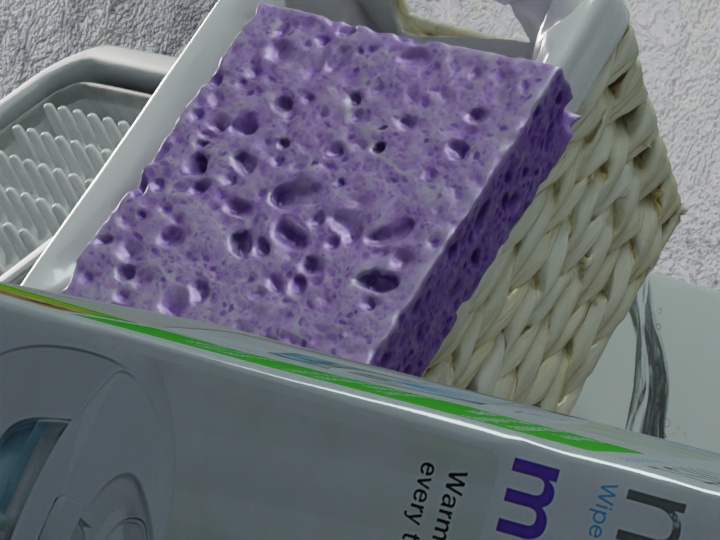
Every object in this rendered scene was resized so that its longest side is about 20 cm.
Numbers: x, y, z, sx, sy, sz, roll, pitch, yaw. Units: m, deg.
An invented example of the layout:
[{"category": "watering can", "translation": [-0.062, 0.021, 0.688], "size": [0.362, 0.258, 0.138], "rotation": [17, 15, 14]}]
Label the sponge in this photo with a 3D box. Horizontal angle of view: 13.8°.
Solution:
[{"category": "sponge", "translation": [-0.031, 0.009, 0.858], "size": [0.111, 0.200, 0.030], "rotation": [17, -30, 32]}]

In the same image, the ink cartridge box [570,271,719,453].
[{"category": "ink cartridge box", "translation": [0.082, 0.061, 1.122], "size": [0.199, 0.085, 0.146], "rotation": [15, -26, -23]}]

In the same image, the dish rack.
[{"category": "dish rack", "translation": [-0.133, -0.003, 1.047], "size": [0.044, 0.200, 0.171], "rotation": [58, -19, -22]}]

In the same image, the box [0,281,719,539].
[{"category": "box", "translation": [0.008, 0.071, 0.593], "size": [0.175, 0.097, 0.200], "rotation": [13, -1, 20]}]

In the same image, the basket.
[{"category": "basket", "translation": [0.000, 0.000, 0.960], "size": [0.135, 0.201, 0.124], "rotation": [18, -27, 34]}]
